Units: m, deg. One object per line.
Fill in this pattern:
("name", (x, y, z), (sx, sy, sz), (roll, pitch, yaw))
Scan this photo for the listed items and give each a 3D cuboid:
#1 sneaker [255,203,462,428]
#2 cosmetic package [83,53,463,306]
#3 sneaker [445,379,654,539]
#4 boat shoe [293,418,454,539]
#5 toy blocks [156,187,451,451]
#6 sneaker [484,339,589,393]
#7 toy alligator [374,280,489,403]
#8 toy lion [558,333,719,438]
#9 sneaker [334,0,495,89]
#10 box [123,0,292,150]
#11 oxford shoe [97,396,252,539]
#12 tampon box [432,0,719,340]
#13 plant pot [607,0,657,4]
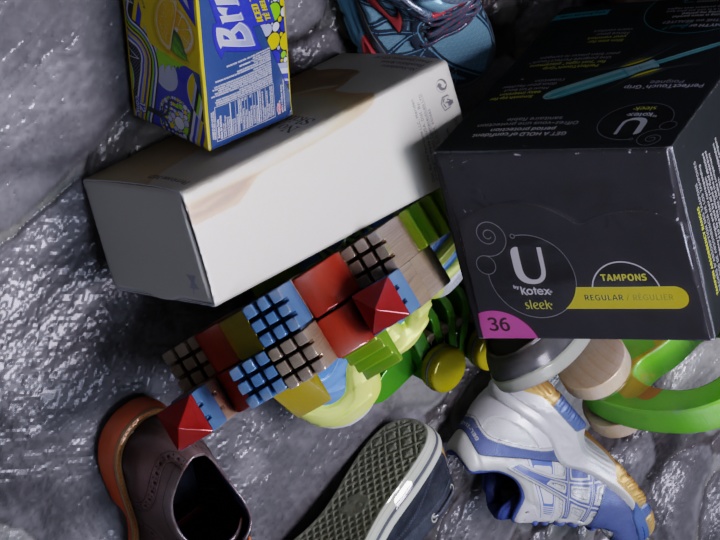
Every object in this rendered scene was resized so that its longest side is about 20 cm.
("sneaker", (0.000, 0.000, 1.783), (0.105, 0.076, 0.200), (22, 95, -48))
("cosmetic package", (-0.045, -0.055, 1.679), (0.200, 0.105, 0.071), (-29, 113, -34))
("sneaker", (0.125, 0.139, 1.999), (0.088, 0.075, 0.200), (-45, 131, -2))
("boat shoe", (-0.006, 0.186, 1.878), (0.200, 0.075, 0.062), (-52, 132, -19))
("toy blocks", (-0.038, 0.034, 1.675), (0.200, 0.100, 0.137), (-30, -178, 18))
("sneaker", (0.097, -0.019, 1.831), (0.106, 0.075, 0.200), (54, 33, -27))
("toy alligator", (0.071, 0.027, 1.881), (0.200, 0.059, 0.054), (-25, 127, -35))
("toy lion", (0.249, 0.020, 1.941), (0.069, 0.191, 0.200), (55, 50, -45))
("sneaker", (0.033, -0.160, 1.715), (0.079, 0.095, 0.200), (-54, 138, -9))
("box", (-0.087, -0.173, 1.605), (0.064, 0.070, 0.200), (-27, 128, -35))
("oxford shoe", (-0.097, 0.167, 1.774), (0.071, 0.072, 0.200), (-42, 135, -21))
("tampon box", (0.158, -0.060, 1.716), (0.200, 0.150, 0.126), (-49, 131, -50))
("plant pot", (0.206, -0.146, 1.871), (0.092, 0.201, 0.201), (2, 116, -2))
